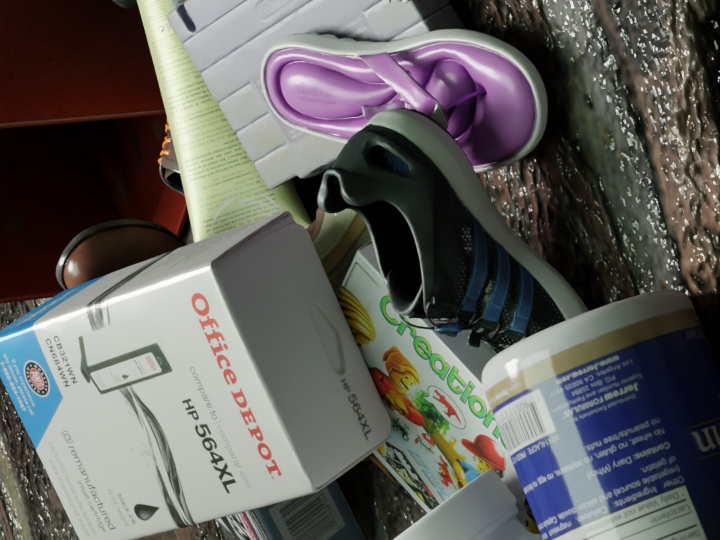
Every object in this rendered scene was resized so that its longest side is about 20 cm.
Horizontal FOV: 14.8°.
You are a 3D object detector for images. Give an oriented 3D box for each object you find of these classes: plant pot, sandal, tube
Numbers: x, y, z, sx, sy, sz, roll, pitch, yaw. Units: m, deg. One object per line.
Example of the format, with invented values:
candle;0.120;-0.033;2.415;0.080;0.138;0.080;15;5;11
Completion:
plant pot;-0.229;-0.107;1.866;0.200;0.199;0.177;114;143;-49
sandal;0.017;-0.086;1.509;0.202;0.050;0.083;5;121;44
tube;-0.092;-0.104;1.685;0.058;0.052;0.201;-23;83;54

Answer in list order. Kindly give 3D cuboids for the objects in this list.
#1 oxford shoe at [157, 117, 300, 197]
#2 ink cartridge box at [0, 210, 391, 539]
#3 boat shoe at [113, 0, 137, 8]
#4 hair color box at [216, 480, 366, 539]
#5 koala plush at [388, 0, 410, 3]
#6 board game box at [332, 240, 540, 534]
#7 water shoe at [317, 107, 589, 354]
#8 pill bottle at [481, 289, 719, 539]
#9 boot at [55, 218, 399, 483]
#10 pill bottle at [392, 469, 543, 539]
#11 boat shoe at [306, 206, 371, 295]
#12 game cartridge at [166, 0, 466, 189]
oxford shoe;-0.100;-0.094;1.734;0.071;0.072;0.200;88;158;-72
ink cartridge box;-0.101;0.067;1.601;0.200;0.084;0.146;-19;99;42
boat shoe;-0.189;-0.233;1.820;0.200;0.072;0.068;38;110;48
hair color box;-0.085;0.118;1.807;0.200;0.061;0.099;36;156;51
koala plush;0.026;-0.208;1.378;0.200;0.177;0.184;39;138;37
board game box;0.056;0.087;1.562;0.200;0.035;0.126;47;144;17
water shoe;0.051;0.009;1.472;0.200;0.079;0.071;51;154;-11
pill bottle;0.146;0.120;1.381;0.116;0.115;0.201;-36;73;60
boot;-0.078;0.056;1.693;0.069;0.188;0.200;-52;43;3
pill bottle;0.092;0.214;1.482;0.200;0.116;0.116;53;148;6
boat shoe;0.000;0.000;1.632;0.076;0.072;0.200;47;152;7
game cartridge;-0.021;-0.131;1.583;0.200;0.038;0.130;-25;101;52
